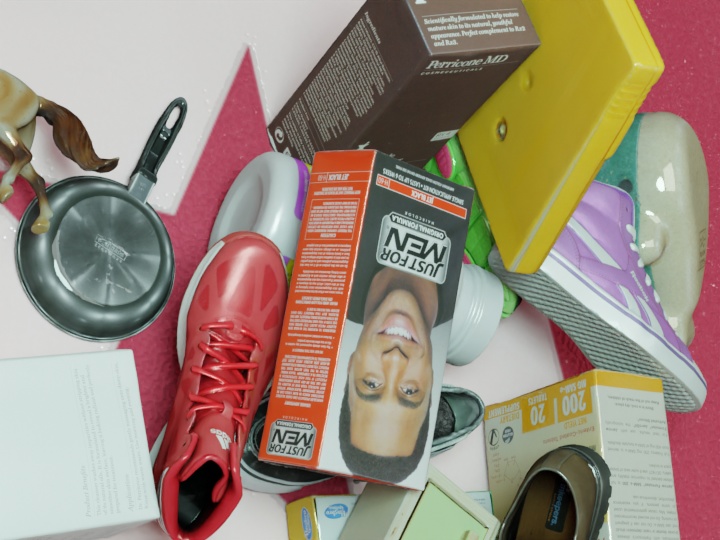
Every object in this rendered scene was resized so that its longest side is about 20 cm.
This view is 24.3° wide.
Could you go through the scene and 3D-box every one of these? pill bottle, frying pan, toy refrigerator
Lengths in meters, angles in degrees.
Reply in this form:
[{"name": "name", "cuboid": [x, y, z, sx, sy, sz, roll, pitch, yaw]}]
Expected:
[{"name": "pill bottle", "cuboid": [0.000, 0.000, 1.172, 0.199, 0.104, 0.105, 24, 62, -24]}, {"name": "frying pan", "cuboid": [-0.149, -0.030, 1.135, 0.190, 0.031, 0.115, -40, 98, -33]}, {"name": "toy refrigerator", "cuboid": [0.012, 0.226, 1.070, 0.076, 0.070, 0.200, 41, 56, -18]}]

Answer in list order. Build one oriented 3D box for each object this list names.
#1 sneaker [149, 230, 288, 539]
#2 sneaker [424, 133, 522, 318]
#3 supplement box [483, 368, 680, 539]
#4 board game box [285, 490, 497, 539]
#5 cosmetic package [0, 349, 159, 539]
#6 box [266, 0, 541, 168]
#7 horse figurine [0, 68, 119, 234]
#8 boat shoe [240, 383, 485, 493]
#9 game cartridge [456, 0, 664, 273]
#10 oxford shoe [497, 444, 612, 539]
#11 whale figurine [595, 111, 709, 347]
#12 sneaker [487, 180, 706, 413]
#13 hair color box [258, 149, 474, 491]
[{"name": "sneaker", "cuboid": [-0.080, 0.078, 1.043, 0.078, 0.115, 0.201, 11, 94, -15]}, {"name": "sneaker", "cuboid": [0.096, -0.063, 1.273, 0.083, 0.077, 0.201, -7, 79, -30]}, {"name": "supplement box", "cuboid": [0.159, 0.184, 1.196, 0.073, 0.126, 0.201, 9, 68, -35]}, {"name": "board game box", "cuboid": [0.031, 0.254, 1.143, 0.152, 0.040, 0.201, 4, 72, -32]}, {"name": "cosmetic package", "cuboid": [-0.231, 0.114, 0.999, 0.199, 0.081, 0.113, -2, 74, -32]}, {"name": "box", "cuboid": [0.026, -0.128, 1.169, 0.100, 0.200, 0.075, -11, 67, -34]}, {"name": "horse figurine", "cuboid": [-0.258, -0.093, 1.063, 0.199, 0.050, 0.133, 7, 53, -22]}, {"name": "boat shoe", "cuboid": [-0.002, 0.110, 1.154, 0.198, 0.068, 0.074, 2, 73, -32]}, {"name": "game cartridge", "cuboid": [0.126, -0.127, 1.135, 0.032, 0.200, 0.177, 4, 49, -25]}, {"name": "oxford shoe", "cuboid": [0.111, 0.216, 1.108, 0.084, 0.072, 0.201, 2, 95, -65]}, {"name": "whale figurine", "cuboid": [0.223, -0.025, 1.339, 0.159, 0.103, 0.201, -27, 114, -67]}, {"name": "sneaker", "cuboid": [0.198, 0.009, 1.228, 0.200, 0.073, 0.114, 43, 61, -14]}, {"name": "hair color box", "cuboid": [0.006, 0.032, 1.067, 0.101, 0.061, 0.201, 17, 80, -43]}]
